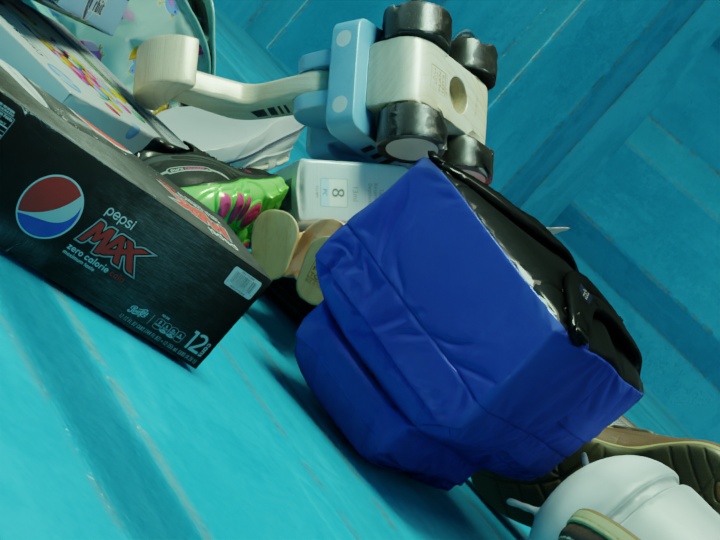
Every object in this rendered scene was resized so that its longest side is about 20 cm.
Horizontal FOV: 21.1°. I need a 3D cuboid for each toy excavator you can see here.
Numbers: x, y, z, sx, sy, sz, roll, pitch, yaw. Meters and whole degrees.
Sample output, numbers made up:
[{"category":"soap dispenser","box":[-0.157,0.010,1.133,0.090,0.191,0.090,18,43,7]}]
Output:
[{"category":"toy excavator","box":[-0.029,-0.115,1.317,0.194,0.199,0.101,29,57,-52]}]

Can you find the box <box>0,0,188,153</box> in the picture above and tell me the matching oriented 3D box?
[{"category":"box","box":[-0.204,-0.127,1.261,0.156,0.041,0.200,44,7,20]}]

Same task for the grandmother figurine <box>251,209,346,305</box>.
[{"category":"grandmother figurine","box":[0.000,0.000,1.282,0.121,0.061,0.200,36,9,17]}]

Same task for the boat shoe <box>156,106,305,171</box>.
[{"category":"boat shoe","box":[-0.105,-0.092,1.487,0.072,0.066,0.200,21,23,16]}]

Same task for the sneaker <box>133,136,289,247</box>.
[{"category":"sneaker","box":[-0.101,-0.051,1.225,0.084,0.077,0.200,40,3,7]}]

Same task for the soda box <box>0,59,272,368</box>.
[{"category":"soda box","box":[-0.137,-0.032,0.934,0.200,0.063,0.071,37,8,-43]}]

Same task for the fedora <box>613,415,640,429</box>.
[{"category":"fedora","box":[0.197,0.161,1.552,0.200,0.091,0.177,38,3,21]}]

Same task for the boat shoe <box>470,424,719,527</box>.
[{"category":"boat shoe","box":[0.168,0.138,1.280,0.199,0.073,0.067,2,1,32]}]

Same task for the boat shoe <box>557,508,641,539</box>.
[{"category":"boat shoe","box":[0.160,0.219,1.018,0.200,0.072,0.072,53,-15,14]}]

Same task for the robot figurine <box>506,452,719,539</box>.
[{"category":"robot figurine","box":[0.177,0.189,1.132,0.200,0.113,0.169,44,36,24]}]

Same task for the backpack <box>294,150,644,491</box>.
[{"category":"backpack","box":[0.066,0.043,1.163,0.163,0.168,0.200,59,16,25]}]

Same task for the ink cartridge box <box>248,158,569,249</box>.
[{"category":"ink cartridge box","box":[0.026,-0.042,1.364,0.199,0.048,0.160,1,-7,-20]}]

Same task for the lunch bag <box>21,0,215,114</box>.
[{"category":"lunch bag","box":[-0.190,-0.209,1.553,0.200,0.122,0.170,49,0,-25]}]

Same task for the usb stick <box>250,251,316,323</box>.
[{"category":"usb stick","box":[0.000,0.054,1.332,0.200,0.033,0.055,43,0,9]}]

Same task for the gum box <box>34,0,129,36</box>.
[{"category":"gum box","box":[-0.258,-0.222,1.262,0.199,0.045,0.170,25,1,3]}]
